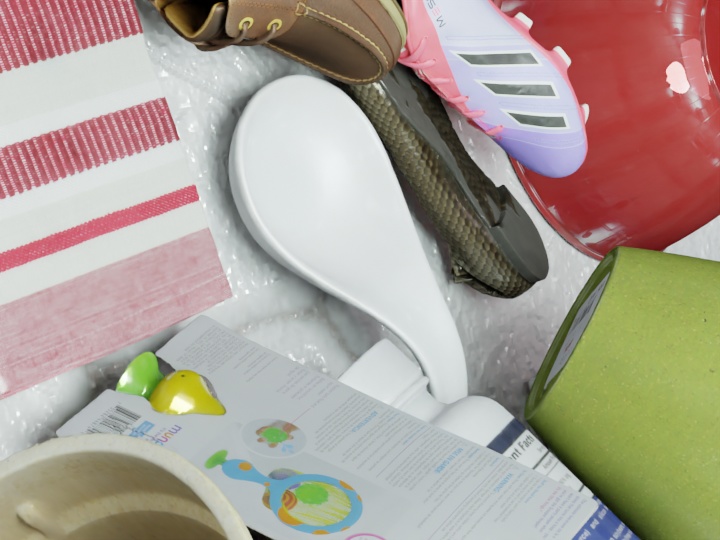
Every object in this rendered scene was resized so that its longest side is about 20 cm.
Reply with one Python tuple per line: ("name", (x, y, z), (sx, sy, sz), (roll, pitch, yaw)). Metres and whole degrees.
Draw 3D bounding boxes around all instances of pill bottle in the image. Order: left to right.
("pill bottle", (0.054, 0.129, 1.024), (0.200, 0.111, 0.111), (44, 45, 6))

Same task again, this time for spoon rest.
("spoon rest", (0.000, 0.000, 1.083), (0.099, 0.061, 0.200), (-40, 112, -44))

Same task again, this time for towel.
("towel", (-0.140, -0.058, 0.974), (0.144, 0.023, 0.200), (-23, 97, -45))

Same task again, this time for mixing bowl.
("mixing bowl", (0.175, -0.111, 1.263), (0.200, 0.108, 0.201), (15, 70, -45))

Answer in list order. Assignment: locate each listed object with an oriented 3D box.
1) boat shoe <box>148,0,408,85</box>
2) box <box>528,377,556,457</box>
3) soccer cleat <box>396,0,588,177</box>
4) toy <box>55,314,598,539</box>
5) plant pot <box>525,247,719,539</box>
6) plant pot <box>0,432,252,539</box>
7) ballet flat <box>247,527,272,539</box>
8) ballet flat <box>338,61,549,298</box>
("boat shoe", (-0.063, -0.128, 1.013), (0.200, 0.072, 0.068), (30, 62, -36))
("box", (0.189, 0.129, 1.230), (0.124, 0.097, 0.200), (-24, 100, -47))
("soccer cleat", (0.042, -0.113, 1.109), (0.076, 0.067, 0.200), (-49, 120, -26))
("toy", (-0.016, 0.095, 0.946), (0.115, 0.200, 0.047), (-40, 151, -51))
("plant pot", (0.186, 0.076, 1.069), (0.200, 0.187, 0.187), (28, 55, -1))
("plant pot", (-0.070, 0.188, 0.889), (0.183, 0.200, 0.201), (36, 56, -50))
("ballet flat", (-0.032, 0.162, 1.023), (0.200, 0.069, 0.063), (56, 19, -26))
("ballet flat", (0.026, -0.064, 1.140), (0.200, 0.046, 0.067), (53, 28, -22))
